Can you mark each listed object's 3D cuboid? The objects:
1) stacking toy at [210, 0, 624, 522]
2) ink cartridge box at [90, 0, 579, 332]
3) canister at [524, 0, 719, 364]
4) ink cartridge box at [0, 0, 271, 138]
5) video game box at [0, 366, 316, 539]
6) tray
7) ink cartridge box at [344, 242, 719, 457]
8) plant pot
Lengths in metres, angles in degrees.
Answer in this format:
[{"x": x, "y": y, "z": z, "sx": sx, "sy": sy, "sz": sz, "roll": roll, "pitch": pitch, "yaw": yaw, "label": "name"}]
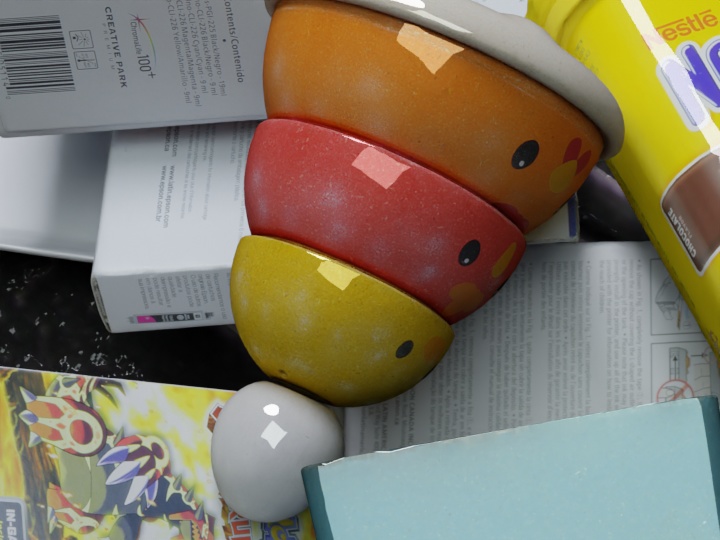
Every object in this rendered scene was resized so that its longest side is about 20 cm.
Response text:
[{"x": 0.000, "y": 0.000, "z": 0.839, "sx": 0.145, "sy": 0.146, "sz": 0.201, "roll": 21, "pitch": 83, "yaw": 14, "label": "stacking toy"}, {"x": -0.008, "y": -0.062, "z": 0.976, "sx": 0.199, "sy": 0.043, "sz": 0.197, "roll": -3, "pitch": 46, "yaw": 5, "label": "ink cartridge box"}, {"x": 0.171, "y": -0.049, "z": 0.882, "sx": 0.148, "sy": 0.087, "sz": 0.201, "roll": -17, "pitch": 59, "yaw": -14, "label": "canister"}, {"x": -0.066, "y": -0.154, "z": 0.986, "sx": 0.174, "sy": 0.084, "sz": 0.201, "roll": -3, "pitch": 40, "yaw": 5, "label": "ink cartridge box"}, {"x": -0.090, "y": 0.136, "z": 0.805, "sx": 0.181, "sy": 0.047, "sz": 0.201, "roll": 9, "pitch": 62, "yaw": -36, "label": "video game box"}, {"x": -0.127, "y": -0.041, "z": 1.015, "sx": 0.199, "sy": 0.022, "sz": 0.108, "roll": 8, "pitch": 49, "yaw": 10, "label": "tray"}, {"x": 0.093, "y": 0.071, "z": 0.930, "sx": 0.199, "sy": 0.057, "sz": 0.164, "roll": -1, "pitch": 68, "yaw": 8, "label": "ink cartridge box"}, {"x": 0.070, "y": 0.165, "z": 0.784, "sx": 0.140, "sy": 0.141, "sz": 0.201, "roll": -11, "pitch": 74, "yaw": 1, "label": "plant pot"}]
